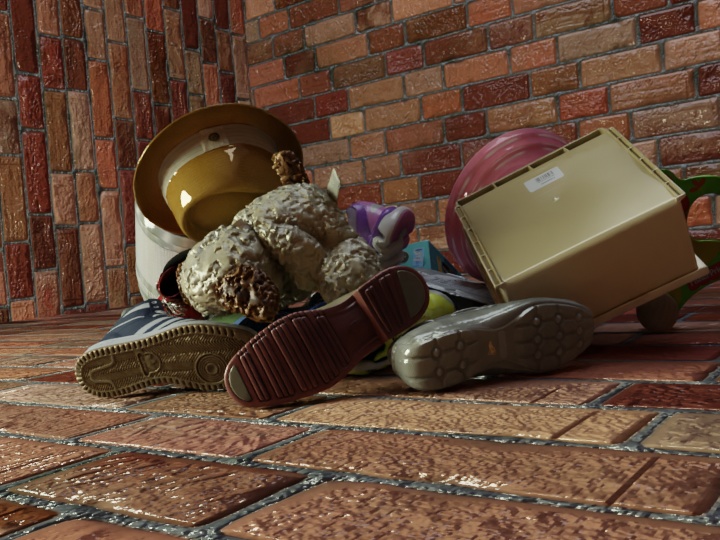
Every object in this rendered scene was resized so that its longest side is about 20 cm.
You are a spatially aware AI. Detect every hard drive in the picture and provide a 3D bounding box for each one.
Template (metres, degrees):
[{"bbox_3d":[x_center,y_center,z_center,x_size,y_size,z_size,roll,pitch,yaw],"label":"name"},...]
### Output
[{"bbox_3d":[0.137,0.039,0.968,0.196,0.039,0.139,15,9,25],"label":"hard drive"}]

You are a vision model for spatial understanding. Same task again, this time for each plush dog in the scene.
[{"bbox_3d":[-0.102,-0.015,0.804,0.170,0.164,0.198,-32,18,-30],"label":"plush dog"}]

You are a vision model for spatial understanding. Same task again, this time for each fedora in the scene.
[{"bbox_3d":[-0.149,-0.088,0.887,0.196,0.083,0.203,-17,-37,-13],"label":"fedora"}]

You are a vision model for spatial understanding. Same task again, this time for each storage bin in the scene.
[{"bbox_3d":[0.216,-0.040,0.836,0.196,0.095,0.200,-26,31,7],"label":"storage bin"}]

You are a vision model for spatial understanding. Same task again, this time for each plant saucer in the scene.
[{"bbox_3d":[0.199,-0.069,0.978,0.195,0.205,0.051,-6,29,-20],"label":"plant saucer"}]

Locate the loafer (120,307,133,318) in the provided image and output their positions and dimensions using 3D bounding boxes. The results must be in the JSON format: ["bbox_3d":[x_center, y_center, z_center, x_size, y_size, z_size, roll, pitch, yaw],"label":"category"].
[{"bbox_3d":[-0.289,0.079,1.180,0.068,0.077,0.200,-20,-1,8],"label":"loafer"}]

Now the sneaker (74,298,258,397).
[{"bbox_3d":[-0.184,0.072,0.825,0.195,0.072,0.109,-8,19,10],"label":"sneaker"}]

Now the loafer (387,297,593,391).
[{"bbox_3d":[0.118,0.060,0.715,0.195,0.072,0.070,-6,10,-20],"label":"loafer"}]

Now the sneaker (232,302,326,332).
[{"bbox_3d":[-0.102,0.082,0.921,0.077,0.072,0.198,-19,-7,30],"label":"sneaker"}]

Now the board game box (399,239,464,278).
[{"bbox_3d":[0.067,0.023,1.185,0.147,0.048,0.200,-12,-23,21],"label":"board game box"}]

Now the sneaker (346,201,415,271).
[{"bbox_3d":[0.000,0.000,0.996,0.087,0.204,0.080,26,28,20],"label":"sneaker"}]

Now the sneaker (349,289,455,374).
[{"bbox_3d":[0.030,0.072,0.825,0.197,0.077,0.076,-16,18,-34],"label":"sneaker"}]

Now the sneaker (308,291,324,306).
[{"bbox_3d":[0.017,0.065,1.094,0.196,0.076,0.079,6,2,30],"label":"sneaker"}]

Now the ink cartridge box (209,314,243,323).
[{"bbox_3d":[-0.139,0.048,1.053,0.145,0.048,0.200,-45,-2,2],"label":"ink cartridge box"}]

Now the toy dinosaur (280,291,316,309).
[{"bbox_3d":[-0.106,0.064,1.141,0.058,0.102,0.200,34,-15,-10],"label":"toy dinosaur"}]

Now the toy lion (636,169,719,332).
[{"bbox_3d":[0.353,-0.044,0.925,0.197,0.195,0.068,-29,-6,20],"label":"toy lion"}]

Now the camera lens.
[{"bbox_3d":[-0.227,-0.037,1.091,0.156,0.162,0.202,-5,-39,-19],"label":"camera lens"}]

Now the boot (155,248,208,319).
[{"bbox_3d":[-0.224,0.038,0.944,0.199,0.073,0.144,-41,-9,20],"label":"boot"}]

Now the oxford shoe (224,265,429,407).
[{"bbox_3d":[-0.029,0.066,0.714,0.196,0.072,0.075,-24,-6,-15],"label":"oxford shoe"}]
